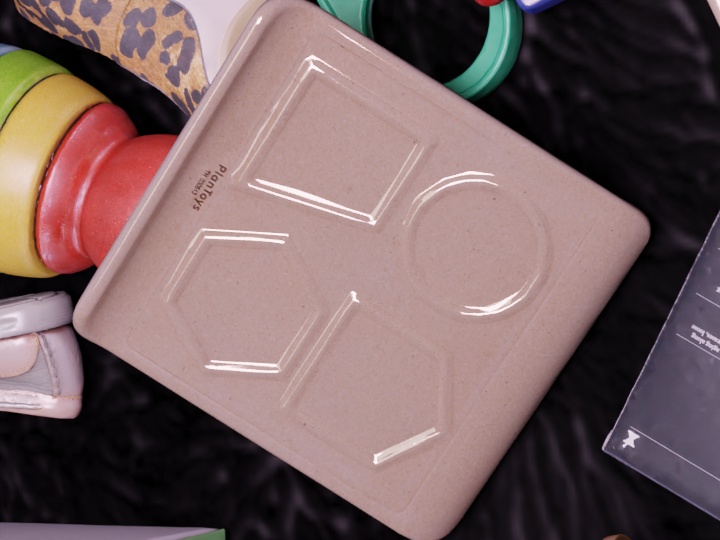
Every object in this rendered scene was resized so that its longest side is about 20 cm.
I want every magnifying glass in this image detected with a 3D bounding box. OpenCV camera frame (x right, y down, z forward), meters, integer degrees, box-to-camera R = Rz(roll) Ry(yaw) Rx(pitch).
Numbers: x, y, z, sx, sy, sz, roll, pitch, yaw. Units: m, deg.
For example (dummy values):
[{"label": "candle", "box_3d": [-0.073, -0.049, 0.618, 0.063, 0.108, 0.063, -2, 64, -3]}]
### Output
[{"label": "magnifying glass", "box_3d": [-0.011, -0.144, 1.345, 0.200, 0.022, 0.080, 34, 107, 20]}]

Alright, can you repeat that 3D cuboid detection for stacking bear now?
[{"label": "stacking bear", "box_3d": [-0.147, -0.045, 1.373, 0.200, 0.114, 0.122, 19, 103, 20]}]

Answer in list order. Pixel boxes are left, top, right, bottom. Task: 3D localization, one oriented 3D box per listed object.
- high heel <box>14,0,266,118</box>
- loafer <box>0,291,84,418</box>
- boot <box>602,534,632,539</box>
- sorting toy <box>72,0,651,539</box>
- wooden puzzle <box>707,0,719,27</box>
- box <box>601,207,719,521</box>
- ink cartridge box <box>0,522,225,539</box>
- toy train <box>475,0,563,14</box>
[{"label": "high heel", "box_3d": [-0.086, -0.095, 1.372, 0.200, 0.071, 0.143, 56, 146, 0]}, {"label": "loafer", "box_3d": [-0.226, 0.057, 1.439, 0.199, 0.072, 0.063, -12, 94, 24]}, {"label": "boot", "box_3d": [0.049, 0.205, 1.302, 0.154, 0.074, 0.201, 9, 94, 31]}, {"label": "sorting toy", "box_3d": [0.000, 0.000, 1.301, 0.200, 0.036, 0.185, 31, 108, -6]}, {"label": "wooden puzzle", "box_3d": [0.205, -0.182, 1.191, 0.185, 0.046, 0.200, -27, 89, 18]}, {"label": "box", "box_3d": [0.222, 0.060, 1.202, 0.200, 0.079, 0.141, 31, 103, 22]}, {"label": "ink cartridge box", "box_3d": [-0.140, 0.223, 1.391, 0.146, 0.084, 0.201, -2, 91, 28]}, {"label": "toy train", "box_3d": [0.045, -0.214, 1.250, 0.084, 0.116, 0.200, -25, 81, 10]}]
